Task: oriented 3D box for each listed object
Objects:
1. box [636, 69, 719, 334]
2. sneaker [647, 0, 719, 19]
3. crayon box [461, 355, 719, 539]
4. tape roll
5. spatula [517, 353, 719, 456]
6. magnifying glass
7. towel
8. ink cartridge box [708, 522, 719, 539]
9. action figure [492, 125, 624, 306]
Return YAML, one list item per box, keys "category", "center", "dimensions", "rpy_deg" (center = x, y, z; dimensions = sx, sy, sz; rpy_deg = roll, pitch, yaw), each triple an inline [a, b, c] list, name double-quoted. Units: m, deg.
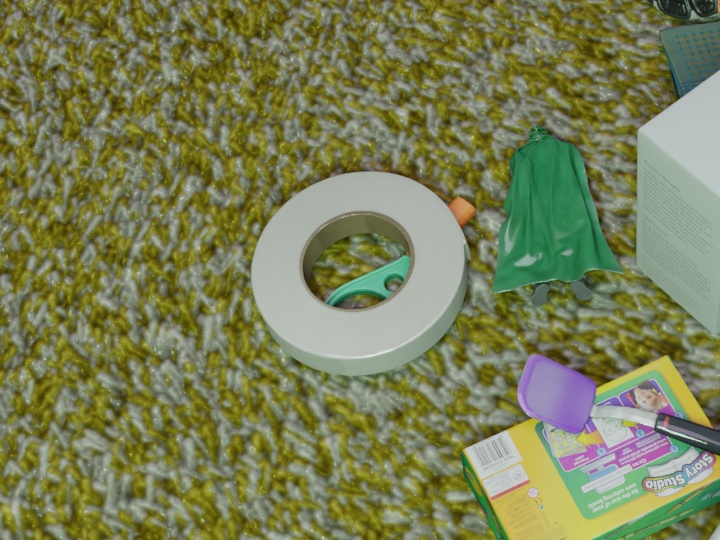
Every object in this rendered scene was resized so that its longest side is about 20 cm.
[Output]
- category: "box"
  center: [0.327, -0.070, 1.199]
  dimensions: [0.152, 0.200, 0.106]
  rpy_deg: [-35, 56, -14]
- category: "sneaker"
  center: [0.380, -0.294, 1.414]
  dimensions: [0.199, 0.076, 0.092]
  rpy_deg: [17, 29, 32]
- category: "crayon box"
  center: [0.199, 0.168, 1.163]
  dimensions: [0.199, 0.058, 0.119]
  rpy_deg: [-24, 59, -6]
- category: "tape roll"
  center: [0.000, 0.000, 1.284]
  dimensions: [0.202, 0.037, 0.204]
  rpy_deg: [-5, 59, 8]
- category: "spatula"
  center: [0.225, 0.121, 1.139]
  dimensions: [0.199, 0.021, 0.057]
  rpy_deg: [16, 60, 15]
- category: "magnifying glass"
  center: [0.037, 0.007, 1.304]
  dimensions: [0.079, 0.022, 0.200]
  rpy_deg: [34, 69, 25]
- category: "towel"
  center: [0.406, -0.192, 1.369]
  dimensions: [0.199, 0.022, 0.147]
  rpy_deg: [-8, 59, 2]
- category: "ink cartridge box"
  center: [0.279, 0.252, 1.029]
  dimensions: [0.084, 0.144, 0.200]
  rpy_deg: [35, 83, 24]
- category: "action figure"
  center: [0.177, -0.060, 1.305]
  dimensions: [0.118, 0.055, 0.201]
  rpy_deg: [-5, 52, 7]
